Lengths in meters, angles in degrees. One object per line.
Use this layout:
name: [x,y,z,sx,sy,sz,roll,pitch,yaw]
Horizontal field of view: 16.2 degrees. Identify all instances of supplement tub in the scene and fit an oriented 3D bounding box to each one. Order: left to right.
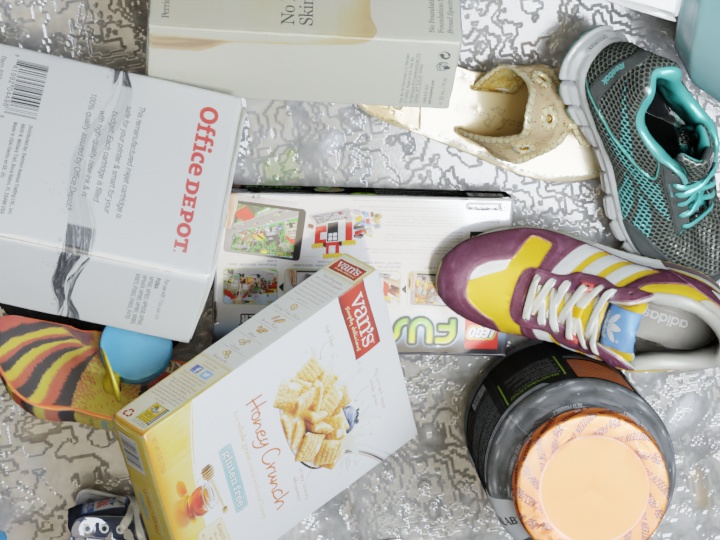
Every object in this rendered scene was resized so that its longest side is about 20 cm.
supplement tub: [0.136,0.119,1.641,0.122,0.200,0.123,0,99,-3]

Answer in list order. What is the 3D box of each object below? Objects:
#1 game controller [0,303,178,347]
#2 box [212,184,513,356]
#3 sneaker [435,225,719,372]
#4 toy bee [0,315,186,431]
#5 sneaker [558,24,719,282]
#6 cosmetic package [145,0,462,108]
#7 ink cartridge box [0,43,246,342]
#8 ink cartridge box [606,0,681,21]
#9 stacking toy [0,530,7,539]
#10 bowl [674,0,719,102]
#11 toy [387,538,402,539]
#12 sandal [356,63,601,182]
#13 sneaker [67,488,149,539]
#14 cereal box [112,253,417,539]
game controller: [-0.204,-0.011,1.686,0.104,0.042,0.200,-38,99,17]
box: [0.000,0.000,1.697,0.199,0.035,0.110,2,99,-4]
sneaker: [0.148,0.021,1.642,0.199,0.090,0.075,7,105,-2]
toy bee: [-0.139,0.081,1.623,0.199,0.131,0.109,-6,72,16]
sneaker: [0.201,-0.066,1.651,0.078,0.091,0.200,-42,119,-17]
cosmetic package: [-0.038,-0.168,1.626,0.199,0.071,0.105,2,56,-5]
ink cartridge box: [-0.184,-0.052,1.587,0.199,0.084,0.145,12,57,-5]
ink cartridge box: [0.180,-0.269,1.609,0.084,0.146,0.201,14,98,-3]
stacking toy: [-0.330,0.127,1.672,0.116,0.110,0.200,-26,88,12]
bowl: [0.268,-0.180,1.622,0.105,0.201,0.201,16,98,14]
toy: [-0.014,0.293,1.737,0.115,0.047,0.201,-7,100,-4]
sandal: [0.094,-0.102,1.669,0.211,0.070,0.078,13,98,-6]
sneaker: [-0.125,0.154,1.696,0.108,0.070,0.200,32,99,-10]
cereal box: [-0.057,0.099,1.610,0.200,0.039,0.144,-35,131,-26]
